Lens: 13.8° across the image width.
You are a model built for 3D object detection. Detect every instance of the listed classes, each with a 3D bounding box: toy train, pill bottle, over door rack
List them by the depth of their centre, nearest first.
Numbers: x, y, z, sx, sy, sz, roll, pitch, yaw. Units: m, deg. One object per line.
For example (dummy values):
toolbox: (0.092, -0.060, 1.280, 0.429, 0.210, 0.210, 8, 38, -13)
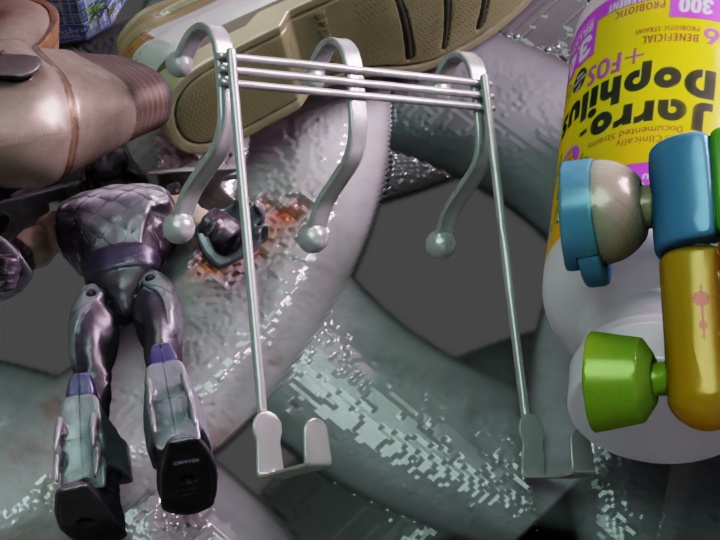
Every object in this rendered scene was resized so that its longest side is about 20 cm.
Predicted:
toy train: (0.134, 0.043, 1.097, 0.116, 0.085, 0.200, -6, 72, 14)
over door rack: (0.000, 0.000, 1.223, 0.148, 0.067, 0.200, 3, 64, -35)
pill bottle: (0.130, -0.023, 1.226, 0.104, 0.104, 0.200, 3, 53, 8)

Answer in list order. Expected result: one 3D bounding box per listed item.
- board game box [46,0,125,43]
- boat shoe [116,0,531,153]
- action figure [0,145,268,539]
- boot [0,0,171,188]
board game box: (-0.215, -0.184, 1.311, 0.200, 0.200, 0.062, 14, 60, 14)
boat shoe: (-0.014, -0.122, 1.326, 0.200, 0.075, 0.068, -22, 45, -21)
action figure: (-0.099, 0.013, 1.259, 0.130, 0.069, 0.200, -15, 54, 8)
boot: (-0.183, -0.074, 1.251, 0.146, 0.070, 0.200, -12, 15, -43)
